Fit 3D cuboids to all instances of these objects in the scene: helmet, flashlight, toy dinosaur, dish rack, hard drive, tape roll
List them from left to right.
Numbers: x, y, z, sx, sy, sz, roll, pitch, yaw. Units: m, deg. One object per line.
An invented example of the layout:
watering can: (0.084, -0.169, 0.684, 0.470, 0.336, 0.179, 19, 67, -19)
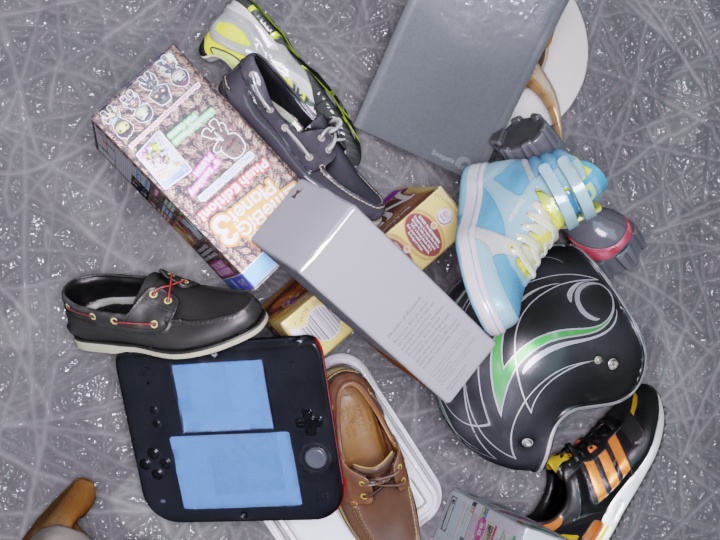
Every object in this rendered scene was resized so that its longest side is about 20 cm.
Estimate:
dish rack: (-0.023, 0.202, 1.005, 0.172, 0.044, 0.200, -34, 96, -13)
hard drive: (0.095, -0.203, 0.991, 0.139, 0.033, 0.200, 25, 112, -1)
tape roll: (0.140, -0.233, 1.061, 0.202, 0.037, 0.203, 0, 88, -12)
toy dinosaur: (0.159, -0.216, 1.027, 0.200, 0.060, 0.106, 36, 110, -5)
helmet: (0.157, 0.085, 0.978, 0.190, 0.200, 0.200, -28, 94, -3)
flashlight: (0.214, -0.074, 1.018, 0.068, 0.068, 0.200, -40, 124, 5)

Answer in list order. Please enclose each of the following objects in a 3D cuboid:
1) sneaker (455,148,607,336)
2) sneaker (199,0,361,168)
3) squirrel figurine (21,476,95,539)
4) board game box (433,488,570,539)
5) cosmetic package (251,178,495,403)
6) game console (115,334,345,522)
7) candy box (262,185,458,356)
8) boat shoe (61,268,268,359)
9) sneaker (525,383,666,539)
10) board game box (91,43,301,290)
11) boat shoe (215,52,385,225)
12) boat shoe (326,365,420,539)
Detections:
sneaker: (0.155, -0.037, 0.892, 0.130, 0.200, 0.080, -15, 135, 20)
sneaker: (-0.075, -0.173, 1.002, 0.076, 0.075, 0.200, -39, 94, 9)
squirrel figurine: (-0.249, 0.330, 0.920, 0.200, 0.142, 0.187, -45, 108, 3)
board game box: (0.119, 0.298, 0.952, 0.064, 0.200, 0.148, 22, 84, -11)
cosmetic package: (0.013, 0.019, 0.856, 0.071, 0.101, 0.200, -50, 122, -5)
game console: (-0.118, 0.148, 0.932, 0.200, 0.031, 0.177, -5, 109, 14)
candy box: (0.000, 0.000, 0.977, 0.200, 0.117, 0.056, -42, 104, -10)
boat shoe: (-0.181, 0.036, 0.914, 0.201, 0.074, 0.063, 0, 121, 22)
sneaker: (0.240, 0.198, 1.050, 0.090, 0.070, 0.200, 29, 84, -13)
board game box: (-0.140, -0.084, 0.929, 0.097, 0.159, 0.200, -45, 98, -11)
boat shoe: (-0.047, -0.120, 0.941, 0.200, 0.073, 0.063, 41, 114, -2)
boat shoe: (0.008, 0.188, 0.955, 0.072, 0.068, 0.200, -20, 93, -13)
